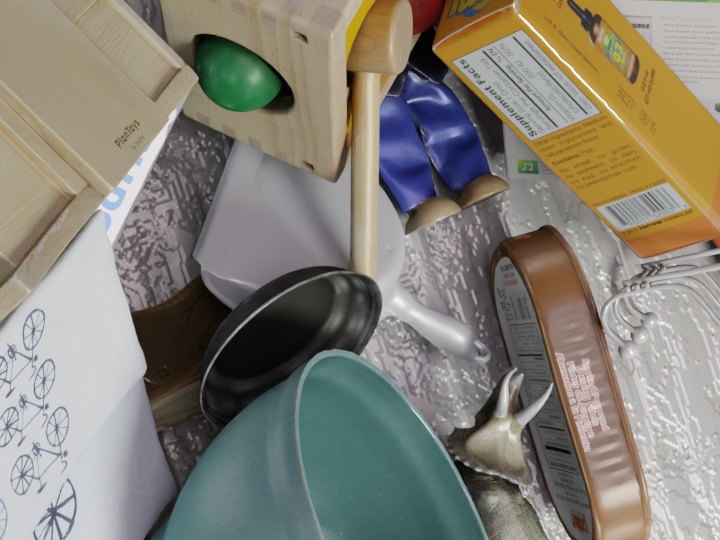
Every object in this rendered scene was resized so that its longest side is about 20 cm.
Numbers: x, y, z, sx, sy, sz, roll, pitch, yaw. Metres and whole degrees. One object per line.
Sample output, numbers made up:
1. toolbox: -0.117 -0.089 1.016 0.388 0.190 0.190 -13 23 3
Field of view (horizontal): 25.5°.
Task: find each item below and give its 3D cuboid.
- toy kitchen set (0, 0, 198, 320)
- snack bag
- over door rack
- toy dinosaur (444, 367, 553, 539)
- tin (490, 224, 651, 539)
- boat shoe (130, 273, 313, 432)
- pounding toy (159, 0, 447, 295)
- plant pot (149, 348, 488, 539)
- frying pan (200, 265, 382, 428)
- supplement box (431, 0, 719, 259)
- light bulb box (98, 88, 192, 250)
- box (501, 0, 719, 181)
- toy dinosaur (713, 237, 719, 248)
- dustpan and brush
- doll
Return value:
1. toy kitchen set: -0.216 -0.058 0.739 0.163 0.180 0.200 45 34 -13
2. snack bag: -0.144 0.102 0.745 0.189 0.021 0.201 -60 150 -46
3. over door rack: 0.246 0.000 0.931 0.199 0.148 0.067 -24 89 15
4. toy dinosaur: 0.083 0.162 0.934 0.077 0.102 0.201 -16 89 -19
5. tin: 0.123 0.074 0.953 0.042 0.112 0.201 -16 89 -4
6. boat shoe: -0.090 0.049 0.908 0.199 0.065 0.072 -22 67 -37
7. pounding toy: -0.014 -0.130 0.845 0.141 0.184 0.201 24 69 10
8. plant pot: -0.028 0.161 0.826 0.134 0.200 0.201 -29 96 20
9. frying pan: -0.035 0.058 0.877 0.115 0.190 0.031 -33 61 -12
10. supplement box: 0.129 -0.094 0.881 0.200 0.069 0.067 43 49 -30
11. light bulb box: -0.225 -0.049 0.838 0.199 0.125 0.199 27 77 -14
12. box: 0.151 -0.126 0.916 0.143 0.201 0.037 5 53 13
13. toy dinosaur: 0.286 0.021 1.053 0.198 0.105 0.183 1 94 15
14. dustpan and brush: 0.000 0.000 0.932 0.199 0.057 0.140 25 51 -12
15. doll: 0.023 -0.129 0.971 0.136 0.048 0.201 -25 91 -29
